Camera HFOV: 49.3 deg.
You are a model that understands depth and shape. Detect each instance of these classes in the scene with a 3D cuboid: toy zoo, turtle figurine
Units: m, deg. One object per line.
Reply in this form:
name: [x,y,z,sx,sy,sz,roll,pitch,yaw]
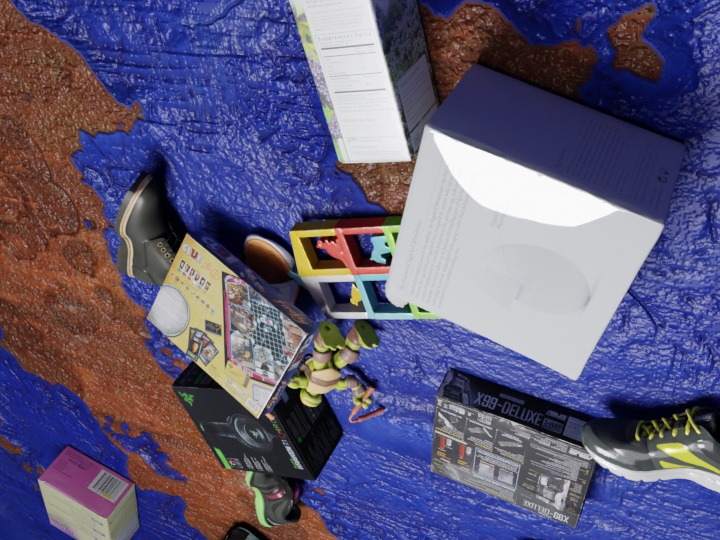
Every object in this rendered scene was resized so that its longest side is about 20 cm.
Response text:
toy zoo: [0.000,0.000,0.904,0.198,0.021,0.132,-1,126,29]
turtle figurine: [-0.037,0.129,1.009,0.198,0.065,0.162,13,132,-22]

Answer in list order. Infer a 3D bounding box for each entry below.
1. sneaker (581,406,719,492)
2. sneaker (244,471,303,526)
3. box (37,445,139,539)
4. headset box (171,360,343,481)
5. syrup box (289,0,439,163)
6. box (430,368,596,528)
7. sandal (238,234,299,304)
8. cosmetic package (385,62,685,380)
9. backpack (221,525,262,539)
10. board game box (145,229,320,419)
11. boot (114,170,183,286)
sneaker: [0.335,0.173,0.820,0.198,0.075,0.085,6,125,17]
sneaker: [-0.137,0.347,1.286,0.083,0.077,0.201,1,133,10]
box: [-0.578,0.501,1.682,0.175,0.097,0.201,24,136,12]
headset box: [-0.154,0.204,1.142,0.199,0.093,0.175,-2,125,35]
syrup box: [0.004,-0.201,0.687,0.081,0.079,0.201,4,129,31]
box: [0.188,0.221,0.965,0.198,0.050,0.159,17,135,20]
sandal: [-0.125,0.047,1.007,0.079,0.059,0.208,22,135,15]
cosmetic package: [0.147,-0.042,0.702,0.199,0.123,0.200,24,137,11]
backpack: [-0.204,0.612,1.501,0.199,0.154,0.176,31,133,-4]
board game box: [-0.159,0.064,0.956,0.200,0.035,0.136,38,113,16]
boot: [-0.237,-0.034,1.009,0.138,0.078,0.200,28,150,1]
